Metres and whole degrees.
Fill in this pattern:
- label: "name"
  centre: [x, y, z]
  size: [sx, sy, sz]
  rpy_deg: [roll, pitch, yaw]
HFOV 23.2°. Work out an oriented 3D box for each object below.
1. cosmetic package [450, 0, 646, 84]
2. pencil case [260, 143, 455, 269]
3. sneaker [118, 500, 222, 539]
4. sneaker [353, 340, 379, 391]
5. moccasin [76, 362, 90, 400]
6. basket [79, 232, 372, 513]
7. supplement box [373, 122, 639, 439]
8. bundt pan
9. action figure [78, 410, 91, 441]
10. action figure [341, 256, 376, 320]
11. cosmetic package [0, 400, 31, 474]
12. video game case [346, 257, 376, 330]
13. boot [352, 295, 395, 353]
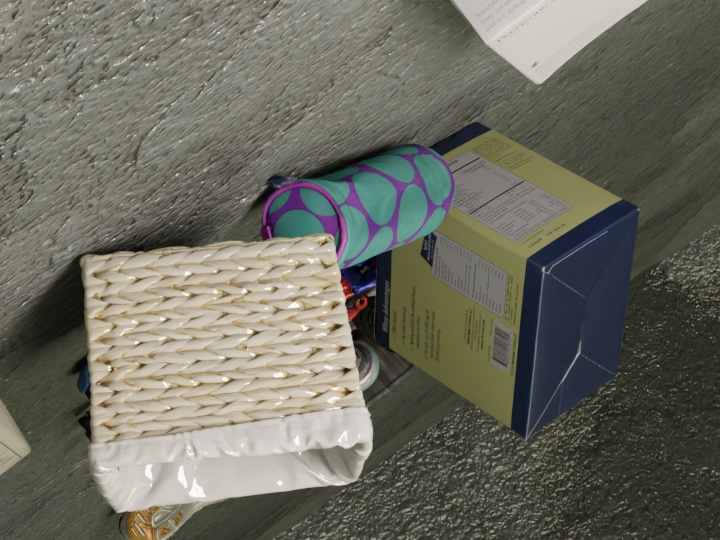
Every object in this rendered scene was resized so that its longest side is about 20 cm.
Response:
- label: "cosmetic package"
  centre: [0.127, -0.205, 1.229]
  size: [0.113, 0.081, 0.200]
  rpy_deg: [-38, 170, 13]
- label: "pencil case"
  centre: [-0.002, -0.051, 1.446]
  size: [0.092, 0.085, 0.200]
  rpy_deg: [1, -168, 31]
- label: "sneaker"
  centre: [-0.216, 0.268, 2.163]
  size: [0.200, 0.076, 0.088]
  rpy_deg: [-29, -177, -27]
- label: "sneaker"
  centre: [-0.083, 0.133, 1.962]
  size: [0.200, 0.078, 0.140]
  rpy_deg: [-34, 165, 9]
- label: "moccasin"
  centre: [-0.151, 0.071, 1.517]
  size: [0.200, 0.068, 0.080]
  rpy_deg: [-33, 168, -25]
- label: "basket"
  centre: [-0.099, 0.078, 1.287]
  size: [0.199, 0.161, 0.198]
  rpy_deg: [-5, 165, -5]
- label: "supplement box"
  centre: [0.129, 0.006, 1.618]
  size: [0.134, 0.200, 0.200]
  rpy_deg: [-29, 137, -34]
- label: "bundt pan"
  centre: [-0.023, 0.136, 2.114]
  size: [0.202, 0.076, 0.202]
  rpy_deg: [-37, 179, -1]
- label: "action figure"
  centre: [-0.154, 0.120, 1.629]
  size: [0.200, 0.102, 0.119]
  rpy_deg: [-34, 157, -8]
- label: "action figure"
  centre: [0.000, 0.000, 1.714]
  size: [0.200, 0.065, 0.099]
  rpy_deg: [-37, 178, -6]
- label: "cosmetic package"
  centre: [-0.292, 0.098, 1.135]
  size: [0.103, 0.087, 0.200]
  rpy_deg: [-34, 170, -9]
- label: "video game case"
  centre: [0.020, 0.011, 1.895]
  size: [0.200, 0.036, 0.181]
  rpy_deg: [-26, 164, -46]
- label: "boot"
  centre: [0.106, 0.003, 1.820]
  size: [0.073, 0.181, 0.200]
  rpy_deg: [78, 32, -50]
